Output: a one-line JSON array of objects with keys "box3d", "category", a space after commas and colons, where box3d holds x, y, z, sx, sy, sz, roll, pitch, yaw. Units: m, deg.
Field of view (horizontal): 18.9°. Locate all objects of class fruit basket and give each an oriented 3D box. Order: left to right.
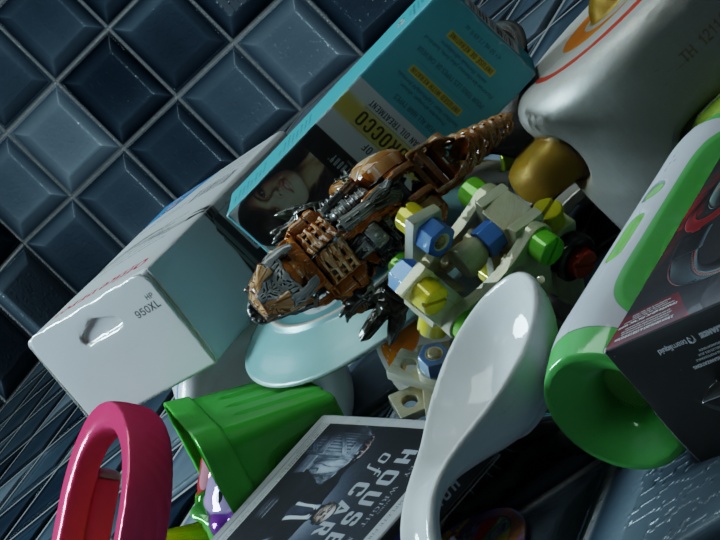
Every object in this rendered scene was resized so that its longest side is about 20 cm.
[{"box3d": [-0.091, 0.166, 1.371, 0.215, 0.156, 0.216, -27, 7, 4], "category": "fruit basket"}]

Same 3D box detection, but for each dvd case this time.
[{"box3d": [-0.021, 0.141, 1.183, 0.150, 0.025, 0.200, -47, 16, -19], "category": "dvd case"}]

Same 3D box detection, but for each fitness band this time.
[{"box3d": [-0.157, 0.182, 1.341, 0.144, 0.037, 0.201, -178, 97, -67], "category": "fitness band"}]

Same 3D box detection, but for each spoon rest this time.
[{"box3d": [0.056, 0.087, 1.048, 0.099, 0.060, 0.200, -44, 31, 47], "category": "spoon rest"}]

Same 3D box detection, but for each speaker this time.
[{"box3d": [0.164, 0.005, 1.069, 0.088, 0.088, 0.200, -35, 14, 49], "category": "speaker"}]

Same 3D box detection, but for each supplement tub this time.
[{"box3d": [-0.080, 0.085, 1.661, 0.132, 0.132, 0.200, -46, 10, -1], "category": "supplement tub"}]

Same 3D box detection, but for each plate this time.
[{"box3d": [0.000, 0.000, 1.414, 0.200, 0.026, 0.200, -31, 21, 14], "category": "plate"}]

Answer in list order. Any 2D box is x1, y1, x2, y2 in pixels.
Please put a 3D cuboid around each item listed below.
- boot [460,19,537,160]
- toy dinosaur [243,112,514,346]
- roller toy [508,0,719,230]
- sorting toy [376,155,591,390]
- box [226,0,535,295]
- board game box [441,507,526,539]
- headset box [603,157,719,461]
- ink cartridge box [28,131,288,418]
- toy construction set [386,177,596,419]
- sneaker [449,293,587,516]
[{"box3d": [0.042, -0.109, 1.492, 0.174, 0.069, 0.200, -15, 22, -6], "category": "boot"}, {"box3d": [0.015, -0.025, 1.262, 0.199, 0.102, 0.136, -16, -17, -18], "category": "toy dinosaur"}, {"box3d": [0.191, -0.121, 1.324, 0.200, 0.140, 0.183, -37, 12, 46], "category": "roller toy"}, {"box3d": [0.098, -0.021, 1.462, 0.200, 0.107, 0.180, -49, 18, -20], "category": "sorting toy"}, {"box3d": [0.012, -0.084, 1.357, 0.200, 0.082, 0.049, -46, 11, 14], "category": "box"}, {"box3d": [0.002, 0.187, 1.137, 0.200, 0.039, 0.158, -46, 9, -4], "category": "board game box"}, {"box3d": [0.208, -0.010, 0.954, 0.149, 0.075, 0.200, -28, 19, 48], "category": "headset box"}, {"box3d": [-0.121, 0.006, 1.535, 0.144, 0.084, 0.200, -30, 13, 41], "category": "ink cartridge box"}, {"box3d": [0.072, 0.026, 1.244, 0.131, 0.092, 0.200, -36, -25, -20], "category": "toy construction set"}, {"box3d": [0.081, 0.071, 1.178, 0.200, 0.079, 0.075, -37, 12, 49], "category": "sneaker"}]
